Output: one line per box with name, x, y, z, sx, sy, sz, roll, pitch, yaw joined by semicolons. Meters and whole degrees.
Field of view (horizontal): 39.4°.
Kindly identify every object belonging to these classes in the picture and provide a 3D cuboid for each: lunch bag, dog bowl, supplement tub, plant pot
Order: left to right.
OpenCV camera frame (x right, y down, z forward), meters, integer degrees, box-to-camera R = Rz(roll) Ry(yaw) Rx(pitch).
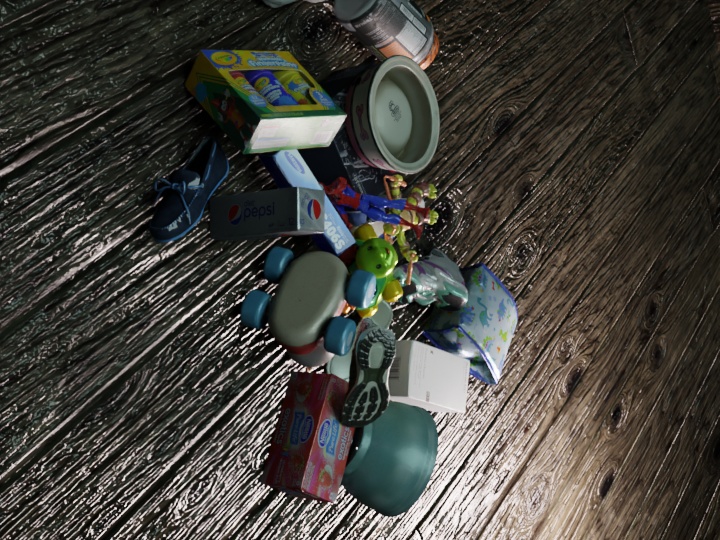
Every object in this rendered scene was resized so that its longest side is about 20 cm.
plant pot;0.023;0.313;1.757;0.134;0.200;0.202;26;68;-28
supplement tub;0.053;-0.457;1.864;0.200;0.122;0.123;34;63;-45
dog bowl;0.051;-0.264;1.731;0.199;0.073;0.202;2;87;-50
lunch bag;0.241;0.112;2.061;0.200;0.127;0.171;42;57;-29

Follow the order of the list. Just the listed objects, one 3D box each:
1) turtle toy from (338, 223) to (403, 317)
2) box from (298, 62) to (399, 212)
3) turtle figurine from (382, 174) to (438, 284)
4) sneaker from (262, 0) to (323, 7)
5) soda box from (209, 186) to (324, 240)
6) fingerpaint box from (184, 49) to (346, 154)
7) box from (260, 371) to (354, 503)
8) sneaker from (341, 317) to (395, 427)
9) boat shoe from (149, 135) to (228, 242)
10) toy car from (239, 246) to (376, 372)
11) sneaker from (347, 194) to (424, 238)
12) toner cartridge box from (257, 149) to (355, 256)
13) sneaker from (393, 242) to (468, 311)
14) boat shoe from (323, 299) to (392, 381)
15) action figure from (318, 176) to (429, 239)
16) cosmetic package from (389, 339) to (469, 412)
turtle toy;0.000;0.000;1.732;0.101;0.200;0.147;-19;80;-42
box;-0.020;-0.233;1.781;0.182;0.104;0.201;-46;122;-39
turtle figurine;0.082;-0.088;1.813;0.161;0.064;0.201;-35;114;-52
sneaker;-0.092;-0.497;1.709;0.199;0.099;0.079;-26;108;-47
soda box;-0.146;-0.086;1.550;0.063;0.199;0.069;3;85;-49
fingerpaint box;-0.147;-0.270;1.586;0.199;0.074;0.167;-12;54;-49
box;-0.080;0.279;1.692;0.095;0.099;0.201;35;63;-44
sneaker;0.009;0.166;1.657;0.076;0.089;0.201;7;115;-18
boat shoe;-0.268;-0.127;1.509;0.201;0.083;0.069;-70;156;-43
toy car;-0.078;0.086;1.687;0.201;0.183;0.178;81;29;-56
sneaker;0.036;-0.075;1.871;0.199;0.080;0.116;-18;112;-50
toner cartridge box;-0.090;-0.120;1.671;0.043;0.095;0.201;-38;109;-13
sneaker;0.113;-0.004;1.960;0.199;0.078;0.141;18;46;-25
boat shoe;-0.010;0.133;1.810;0.076;0.060;0.200;51;52;-10
action figure;0.009;-0.100;1.679;0.099;0.199;0.066;-64;173;-59
cosmetic package;0.125;0.208;1.952;0.199;0.081;0.114;19;72;-47
